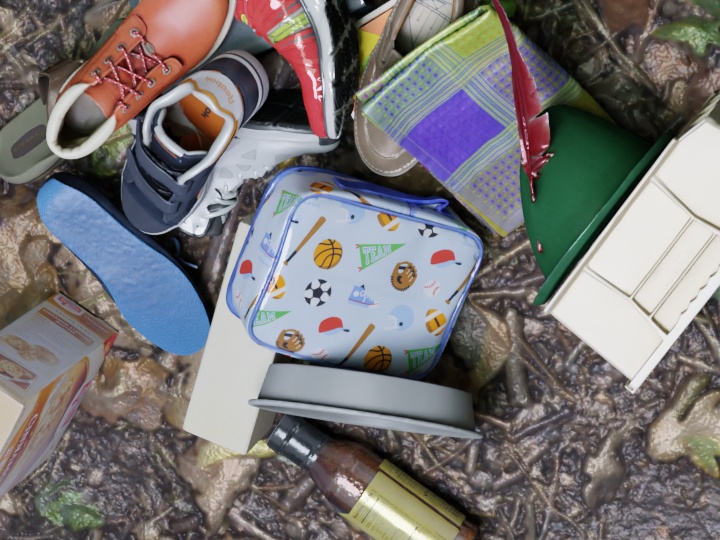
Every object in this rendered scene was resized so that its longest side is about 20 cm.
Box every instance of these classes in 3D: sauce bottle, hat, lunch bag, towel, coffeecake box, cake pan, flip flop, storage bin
[{"bbox_3d":[0.009,0.193,1.793,0.199,0.066,0.066,37,113,7],"label":"sauce bottle"},{"bbox_3d":[0.132,-0.102,1.608,0.176,0.166,0.201,38,116,6],"label":"hat"},{"bbox_3d":[0.000,0.000,1.687,0.199,0.076,0.161,13,107,-29],"label":"lunch bag"},{"bbox_3d":[0.108,-0.117,1.633,0.143,0.023,0.200,-34,130,20],"label":"towel"},{"bbox_3d":[-0.311,0.124,1.797,0.073,0.200,0.154,33,113,5],"label":"coffeecake box"},{"bbox_3d":[0.006,0.109,1.708,0.198,0.200,0.037,7,83,15],"label":"cake pan"},{"bbox_3d":[-0.259,-0.144,1.763,0.199,0.057,0.082,-33,59,30],"label":"flip flop"},{"bbox_3d":[0.250,-0.037,1.575,0.094,0.200,0.199,38,113,6],"label":"storage bin"}]

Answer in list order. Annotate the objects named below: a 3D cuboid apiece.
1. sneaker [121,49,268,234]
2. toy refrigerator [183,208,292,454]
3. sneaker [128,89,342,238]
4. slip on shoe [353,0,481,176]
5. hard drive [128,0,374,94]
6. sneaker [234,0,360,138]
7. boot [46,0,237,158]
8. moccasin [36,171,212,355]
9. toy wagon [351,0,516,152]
[{"bbox_3d":[-0.154,-0.096,1.680,0.078,0.079,0.200,41,127,5],"label":"sneaker"},{"bbox_3d":[-0.093,0.048,1.775,0.069,0.076,0.201,20,111,10],"label":"toy refrigerator"},{"bbox_3d":[-0.100,-0.088,1.748,0.199,0.076,0.116,3,116,25],"label":"sneaker"},{"bbox_3d":[0.044,-0.165,1.633,0.076,0.061,0.201,29,112,7],"label":"slip on shoe"},{"bbox_3d":[-0.099,-0.247,1.698,0.199,0.033,0.141,-21,86,21],"label":"hard drive"},{"bbox_3d":[-0.056,-0.200,1.629,0.084,0.077,0.202,-10,103,19],"label":"sneaker"},{"bbox_3d":[-0.177,-0.166,1.649,0.075,0.107,0.200,43,112,-9],"label":"boot"},{"bbox_3d":[-0.197,-0.016,1.789,0.080,0.068,0.200,-33,110,11],"label":"moccasin"},{"bbox_3d":[0.085,-0.151,1.679,0.198,0.040,0.156,17,110,12],"label":"toy wagon"}]
